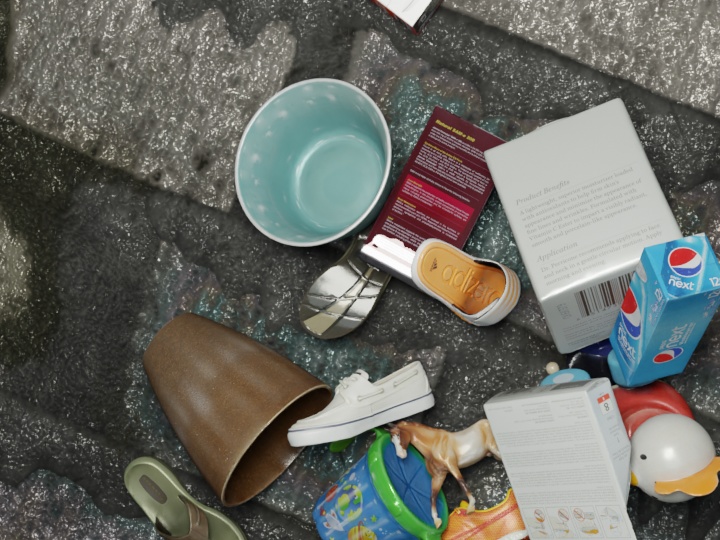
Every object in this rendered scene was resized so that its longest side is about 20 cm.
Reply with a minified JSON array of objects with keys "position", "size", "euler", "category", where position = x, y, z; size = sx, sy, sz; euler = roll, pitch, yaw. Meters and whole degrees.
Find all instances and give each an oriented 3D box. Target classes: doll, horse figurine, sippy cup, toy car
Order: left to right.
[{"position":[0.018,0.290,1.365],"size":[0.130,0.178,0.140],"euler":[-37,116,19],"category":"sippy cup"},{"position":[0.141,0.227,1.353],"size":[0.198,0.050,0.133],"euler":[-13,57,-11],"category":"horse figurine"},{"position":[0.290,0.107,1.348],"size":[0.135,0.048,0.203],"euler":[3,94,-2],"category":"doll"},{"position":[0.315,0.206,1.243],"size":[0.175,0.200,0.186],"euler":[-21,106,-8],"category":"toy car"}]

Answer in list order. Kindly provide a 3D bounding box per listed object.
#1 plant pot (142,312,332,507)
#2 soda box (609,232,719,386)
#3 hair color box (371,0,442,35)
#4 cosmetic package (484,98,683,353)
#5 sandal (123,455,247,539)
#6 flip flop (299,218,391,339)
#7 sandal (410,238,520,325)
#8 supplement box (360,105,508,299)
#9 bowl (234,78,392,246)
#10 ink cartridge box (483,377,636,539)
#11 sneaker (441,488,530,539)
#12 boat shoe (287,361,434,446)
[{"position":[-0.168,0.149,1.369],"size":[0.200,0.187,0.188],"euler":[40,98,19],"category":"plant pot"},{"position":[0.316,0.045,1.168],"size":[0.067,0.201,0.065],"euler":[-13,60,-6],"category":"soda box"},{"position":[0.021,-0.393,1.360],"size":[0.199,0.064,0.111],"euler":[39,97,7],"category":"hair color box"},{"position":[0.255,-0.047,1.253],"size":[0.163,0.165,0.202],"euler":[-20,61,9],"category":"cosmetic package"},{"position":[-0.231,0.323,1.435],"size":[0.200,0.057,0.080],"euler":[39,98,5],"category":"sandal"},{"position":[0.000,0.000,1.389],"size":[0.081,0.058,0.201],"euler":[32,82,5],"category":"flip flop"},{"position":[0.135,0.023,1.297],"size":[0.059,0.206,0.080],"euler":[24,91,42],"category":"sandal"},{"position":[0.091,-0.081,1.342],"size":[0.108,0.061,0.201],"euler":[28,83,5],"category":"supplement box"},{"position":[-0.040,-0.117,1.346],"size":[0.199,0.105,0.203],"euler":[-5,77,21],"category":"bowl"},{"position":[0.234,0.224,1.234],"size":[0.162,0.050,0.202],"euler":[-16,97,51],"category":"ink cartridge box"},{"position":[0.121,0.333,1.386],"size":[0.198,0.073,0.078],"euler":[-27,67,5],"category":"sneaker"},{"position":[-0.002,0.156,1.350],"size":[0.198,0.071,0.071],"euler":[-15,91,-25],"category":"boat shoe"}]
